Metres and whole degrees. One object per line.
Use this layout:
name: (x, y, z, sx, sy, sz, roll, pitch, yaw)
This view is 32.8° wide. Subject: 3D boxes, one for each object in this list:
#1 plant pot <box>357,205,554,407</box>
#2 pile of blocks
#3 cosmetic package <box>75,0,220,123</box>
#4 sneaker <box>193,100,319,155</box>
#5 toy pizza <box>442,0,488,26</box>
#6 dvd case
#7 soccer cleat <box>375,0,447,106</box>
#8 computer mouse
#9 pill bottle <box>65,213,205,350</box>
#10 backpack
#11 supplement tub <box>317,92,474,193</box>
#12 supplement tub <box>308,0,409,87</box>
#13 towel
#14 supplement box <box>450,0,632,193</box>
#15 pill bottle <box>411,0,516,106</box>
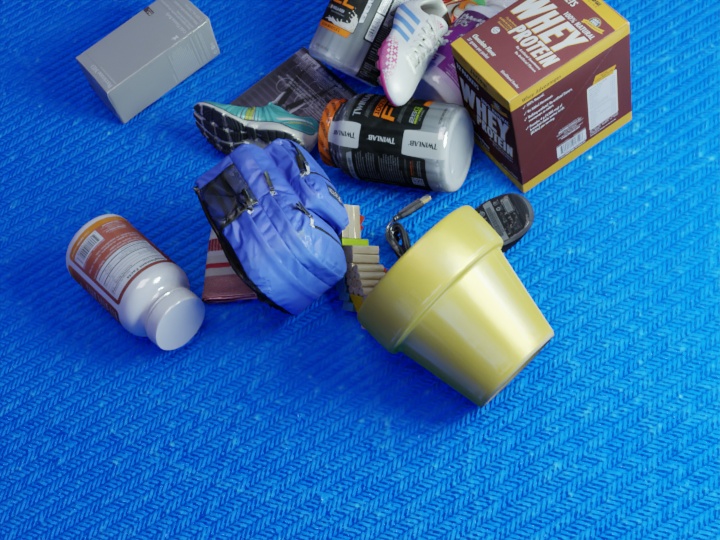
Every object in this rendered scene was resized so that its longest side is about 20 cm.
plant pot: (0.127, 0.057, 1.502, 0.200, 0.201, 0.189, -41, 79, -13)
pile of blocks: (0.000, 0.000, 1.656, 0.062, 0.082, 0.202, 2, 58, -37)
cosmetic package: (-0.333, -0.337, 1.923, 0.199, 0.090, 0.107, -39, 61, -15)
sneaker: (-0.153, -0.210, 1.801, 0.198, 0.078, 0.080, 16, 45, 17)
toy pizza: (0.122, -0.404, 1.862, 0.198, 0.032, 0.202, -2, 66, 4)
dvd case: (-0.117, -0.238, 1.849, 0.199, 0.016, 0.149, -39, 59, -12)
soccer cleat: (0.075, -0.310, 1.681, 0.086, 0.070, 0.201, -14, 43, 26)
computer mouse: (0.132, -0.055, 1.659, 0.199, 0.046, 0.141, -33, 59, 5)
pill bottle: (-0.306, 0.018, 1.679, 0.112, 0.113, 0.200, -43, 59, -14)
backpack: (-0.103, -0.058, 1.603, 0.167, 0.162, 0.201, -37, 59, 14)
supplement tub: (0.049, -0.180, 1.704, 0.198, 0.123, 0.123, 10, 61, 23)
supplement tub: (0.015, -0.384, 1.800, 0.122, 0.122, 0.202, 29, 98, 28)
towel: (-0.146, -0.046, 1.734, 0.142, 0.023, 0.202, -4, 57, 12)
supplement box: (0.249, -0.254, 1.657, 0.196, 0.201, 0.133, -34, 56, -8)
pill bottle: (0.162, -0.309, 1.765, 0.112, 0.113, 0.200, 35, 72, 29)
